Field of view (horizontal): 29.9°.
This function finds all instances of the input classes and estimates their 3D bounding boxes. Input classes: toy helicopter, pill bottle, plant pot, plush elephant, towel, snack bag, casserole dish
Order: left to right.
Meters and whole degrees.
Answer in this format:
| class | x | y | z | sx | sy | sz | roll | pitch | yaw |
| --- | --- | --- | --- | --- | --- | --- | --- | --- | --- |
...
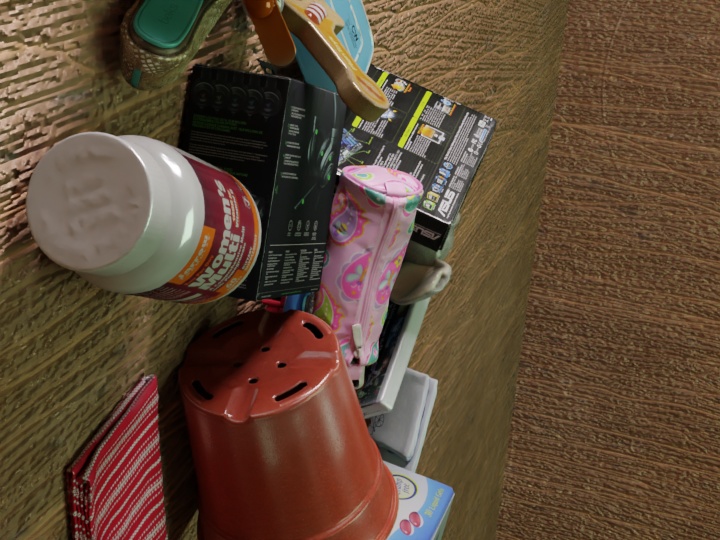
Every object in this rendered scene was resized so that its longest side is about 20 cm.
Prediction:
| class | x | y | z | sx | sy | sz | roll | pitch | yaw |
| --- | --- | --- | --- | --- | --- | --- | --- | --- | --- |
| towel | -0.196 | 0.207 | 1.125 | 0.145 | 0.022 | 0.201 | -58 | 154 | -56 |
| pill bottle | -0.150 | -0.036 | 0.959 | 0.200 | 0.109 | 0.110 | 18 | 83 | -75 |
| plant pot | -0.076 | 0.155 | 1.246 | 0.201 | 0.199 | 0.196 | -62 | 149 | -47 |
| toy helicopter | -0.045 | -0.204 | 1.127 | 0.079 | 0.200 | 0.132 | -44 | 161 | 21 |
| casserole dish | -0.031 | -0.248 | 1.321 | 0.201 | 0.039 | 0.122 | 69 | 31 | -43 |
| snack bag | 0.011 | 0.204 | 1.641 | 0.021 | 0.188 | 0.202 | 12 | 94 | -36 |
| plush elephant | 0.034 | -0.050 | 1.460 | 0.165 | 0.154 | 0.201 | -91 | 177 | -52 |

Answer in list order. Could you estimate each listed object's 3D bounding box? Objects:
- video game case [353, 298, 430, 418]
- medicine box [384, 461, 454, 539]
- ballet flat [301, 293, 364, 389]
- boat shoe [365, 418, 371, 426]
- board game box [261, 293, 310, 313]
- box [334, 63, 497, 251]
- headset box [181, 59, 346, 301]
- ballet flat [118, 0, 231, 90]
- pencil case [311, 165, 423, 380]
| class | x | y | z | sx | sy | sz | roll | pitch | yaw |
| --- | --- | --- | --- | --- | --- | --- | --- | --- | --- |
| video game case | -0.003 | 0.090 | 1.516 | 0.023 | 0.181 | 0.201 | 40 | 51 | -25 |
| medicine box | -0.021 | 0.287 | 1.476 | 0.182 | 0.199 | 0.104 | -49 | 157 | -62 |
| ballet flat | -0.035 | 0.121 | 1.408 | 0.068 | 0.075 | 0.202 | -33 | 133 | -76 |
| boat shoe | -0.022 | 0.172 | 1.624 | 0.072 | 0.067 | 0.202 | -127 | -130 | -78 |
| board game box | -0.080 | 0.045 | 1.424 | 0.201 | 0.039 | 0.159 | 88 | 14 | -55 |
| box | 0.028 | -0.128 | 1.396 | 0.200 | 0.192 | 0.048 | -64 | 174 | -48 |
| headset box | -0.088 | -0.082 | 1.189 | 0.174 | 0.092 | 0.202 | -10 | 110 | -74 |
| ballet flat | -0.134 | -0.206 | 1.025 | 0.065 | 0.070 | 0.200 | -55 | -176 | 47 |
| pencil case | 0.000 | 0.000 | 1.293 | 0.087 | 0.087 | 0.201 | -39 | 146 | -68 |
